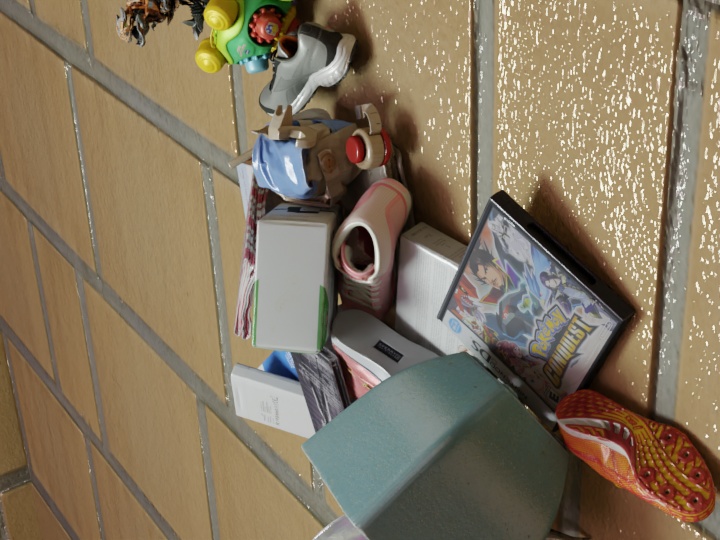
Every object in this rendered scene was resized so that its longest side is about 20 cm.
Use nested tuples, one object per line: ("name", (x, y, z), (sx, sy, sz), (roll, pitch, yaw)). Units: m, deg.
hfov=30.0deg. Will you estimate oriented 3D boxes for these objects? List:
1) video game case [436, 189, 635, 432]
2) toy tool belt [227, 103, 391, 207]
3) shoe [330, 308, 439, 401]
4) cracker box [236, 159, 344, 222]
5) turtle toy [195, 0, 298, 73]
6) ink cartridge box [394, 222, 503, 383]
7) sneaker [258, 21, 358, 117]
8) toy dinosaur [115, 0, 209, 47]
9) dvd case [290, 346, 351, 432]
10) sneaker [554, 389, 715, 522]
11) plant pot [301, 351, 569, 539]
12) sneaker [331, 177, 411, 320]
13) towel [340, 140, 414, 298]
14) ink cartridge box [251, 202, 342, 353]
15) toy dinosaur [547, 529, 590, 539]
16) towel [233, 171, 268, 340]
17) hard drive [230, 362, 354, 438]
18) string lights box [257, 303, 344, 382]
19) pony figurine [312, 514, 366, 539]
("video game case", (0.171, 0.045, 1.366), (0.181, 0.025, 0.201), (45, 144, 20))
("toy tool belt", (-0.065, -0.131, 1.551), (0.199, 0.122, 0.126), (5, 105, 59))
("shoe", (0.047, 0.130, 1.547), (0.199, 0.071, 0.091), (36, 151, 23))
("cracker box", (-0.088, -0.073, 1.775), (0.199, 0.057, 0.135), (23, 126, 55))
("turtle toy", (-0.120, -0.319, 1.613), (0.100, 0.147, 0.201), (25, 145, 0))
("ink cartridge box", (0.114, 0.069, 1.513), (0.173, 0.043, 0.202), (30, 133, 33))
("sneaker", (-0.077, -0.244, 1.602), (0.200, 0.079, 0.075), (-29, 38, 58))
("toy dinosaur", (-0.250, -0.382, 1.774), (0.202, 0.135, 0.102), (-65, 14, -2))
("dvd case", (-0.037, 0.169, 1.647), (0.149, 0.016, 0.202), (32, 142, 59))
("sneaker", (0.269, 0.182, 1.291), (0.200, 0.073, 0.077), (38, 162, 51))
("plant pot", (0.093, 0.203, 1.372), (0.196, 0.200, 0.196), (46, 178, -25))
("sneaker", (0.000, 0.000, 1.529), (0.075, 0.105, 0.202), (22, 129, 12))
("towel", (0.019, -0.068, 1.609), (0.132, 0.034, 0.202), (26, 130, 56))
("ink cartridge box", (-0.071, 0.003, 1.565), (0.200, 0.082, 0.148), (-62, -24, -81))
("toy dinosaur", (0.167, 0.311, 1.517), (0.048, 0.088, 0.200), (60, 155, -11))
("towel", (-0.134, -0.032, 1.708), (0.147, 0.030, 0.201), (105, 170, -47))
("hard drive", (-0.072, 0.187, 1.785), (0.198, 0.027, 0.132), (17, 151, 8))
("string lights box", (-0.056, 0.108, 1.781), (0.059, 0.102, 0.200), (63, 151, 12))
("pony figurine", (0.051, 0.343, 1.717), (0.194, 0.166, 0.200), (-54, 49, 20))
